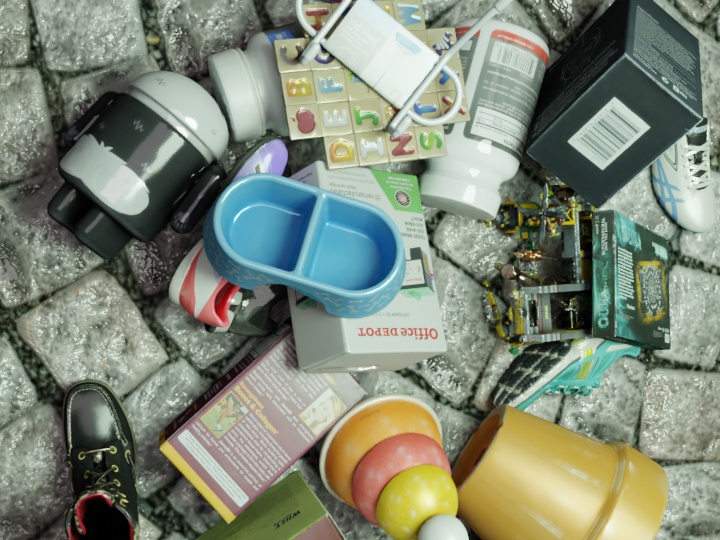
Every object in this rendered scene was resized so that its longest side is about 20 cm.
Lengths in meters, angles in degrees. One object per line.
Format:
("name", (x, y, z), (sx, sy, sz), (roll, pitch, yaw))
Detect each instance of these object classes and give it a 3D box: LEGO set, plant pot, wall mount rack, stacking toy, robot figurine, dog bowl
("LEGO set", (0.183, 0.003, 1.034), (0.116, 0.154, 0.201), (-3, 98, -35))
("plant pot", (0.199, 0.248, 1.026), (0.183, 0.200, 0.201), (33, 83, 1))
("wall mount rack", (0.040, -0.233, 0.902), (0.200, 0.075, 0.174), (37, 99, -13))
("stacking toy", (0.050, 0.234, 0.969), (0.146, 0.200, 0.147), (-9, 118, -17))
("robot figurine", (-0.225, -0.109, 0.964), (0.150, 0.125, 0.200), (41, 81, -19))
("dog bowl", (-0.050, -0.028, 0.881), (0.199, 0.050, 0.112), (17, 73, -3))

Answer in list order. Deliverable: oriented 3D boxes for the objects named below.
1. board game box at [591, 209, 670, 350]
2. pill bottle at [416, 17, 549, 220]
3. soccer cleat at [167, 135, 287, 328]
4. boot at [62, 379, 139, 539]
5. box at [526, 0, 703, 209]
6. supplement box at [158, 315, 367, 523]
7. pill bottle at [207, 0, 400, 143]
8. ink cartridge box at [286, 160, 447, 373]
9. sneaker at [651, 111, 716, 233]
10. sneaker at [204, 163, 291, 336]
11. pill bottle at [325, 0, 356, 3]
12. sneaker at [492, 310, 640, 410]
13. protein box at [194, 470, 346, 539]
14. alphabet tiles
("board game box", (0.308, 0.016, 1.057), (0.200, 0.028, 0.136), (15, 75, -55))
("pill bottle", (0.131, -0.166, 1.045), (0.115, 0.116, 0.201), (17, 86, -12))
("soccer cleat", (-0.117, -0.038, 0.944), (0.073, 0.068, 0.200), (33, 96, 22))
("boot", (-0.260, 0.214, 0.937), (0.073, 0.151, 0.201), (-6, 91, -12))
("box", (0.276, -0.191, 1.014), (0.107, 0.148, 0.200), (36, 39, -11))
("supplement box", (-0.106, 0.154, 1.005), (0.200, 0.086, 0.110), (-42, 98, -9))
("pill bottle", (-0.054, -0.210, 1.005), (0.199, 0.114, 0.114), (-19, 94, -12))
("ink cartridge box", (0.000, 0.000, 0.980), (0.144, 0.084, 0.201), (3, 71, -42))
("sneaker", (0.390, -0.141, 1.125), (0.072, 0.072, 0.201), (-16, 94, -14))
("sneaker", (-0.099, -0.018, 1.022), (0.090, 0.066, 0.201), (20, 84, -20))
("pill bottle", (-0.005, -0.359, 0.972), (0.113, 0.200, 0.114), (0, 89, -12))
("sneaker", (0.246, 0.115, 1.093), (0.200, 0.077, 0.080), (-31, 105, -11))
("protein box", (-0.096, 0.331, 0.948), (0.198, 0.200, 0.135), (-33, 96, -11))
("alphabet tiles", (0.015, -0.191, 0.952), (0.199, 0.006, 0.167), (-9, 89, -20))
